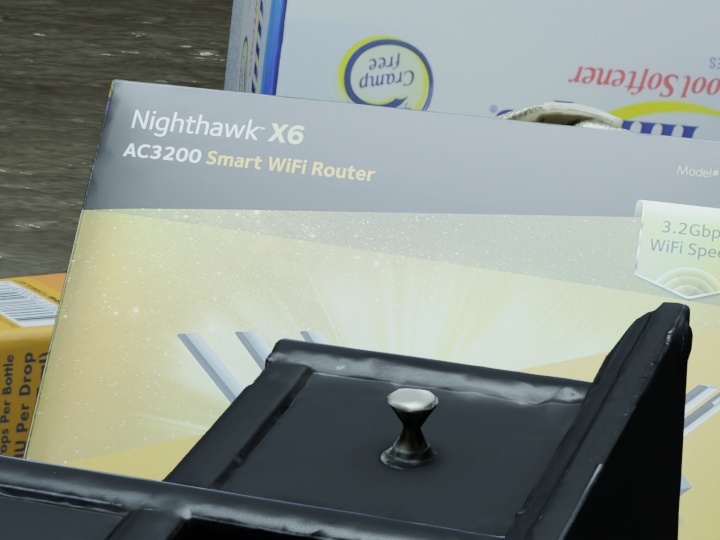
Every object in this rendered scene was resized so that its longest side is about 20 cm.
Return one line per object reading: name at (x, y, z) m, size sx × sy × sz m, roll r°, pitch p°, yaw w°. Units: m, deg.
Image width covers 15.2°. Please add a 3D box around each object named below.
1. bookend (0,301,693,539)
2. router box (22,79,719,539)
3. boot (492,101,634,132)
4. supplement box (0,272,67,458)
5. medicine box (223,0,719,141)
bookend at (-0.044, 0.073, 0.597) m, size 0.198 × 0.093 × 0.200 m, roll 8°, pitch 23°, yaw 17°
router box at (0.015, 0.036, 0.736) m, size 0.199 × 0.158 × 0.052 m, roll 6°, pitch -26°, yaw 9°
boot at (0.075, 0.009, 0.884) m, size 0.199 × 0.155 × 0.072 m, roll -6°, pitch 59°, yaw -23°
supplement box at (-0.161, 0.045, 0.847) m, size 0.199 × 0.067 × 0.069 m, roll -5°, pitch 18°, yaw -34°
medicine box at (0.048, -0.082, 0.999) m, size 0.181 × 0.104 × 0.200 m, roll 4°, pitch 8°, yaw -8°
